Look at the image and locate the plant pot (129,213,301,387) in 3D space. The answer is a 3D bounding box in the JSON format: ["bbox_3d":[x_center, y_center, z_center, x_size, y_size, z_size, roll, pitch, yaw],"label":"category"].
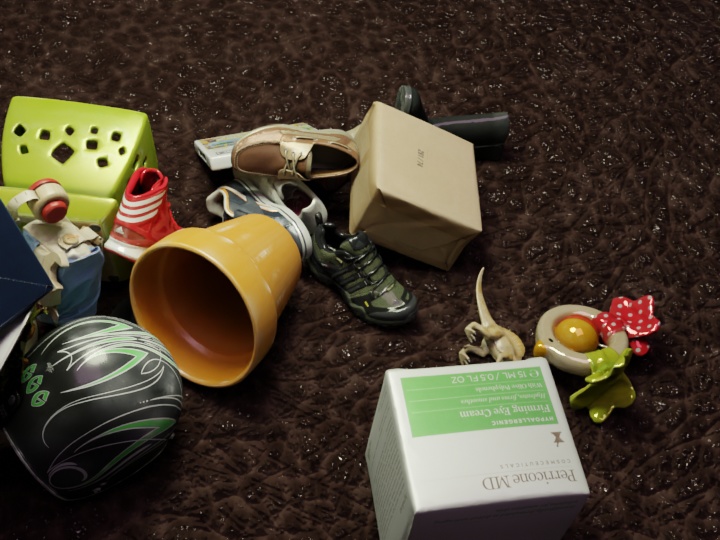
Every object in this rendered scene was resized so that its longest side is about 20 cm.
[{"bbox_3d":[-0.174,0.019,1.103,0.197,0.204,0.183,24,35,15],"label":"plant pot"}]

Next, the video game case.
[{"bbox_3d":[-0.158,-0.201,1.328,0.195,0.023,0.182,-13,20,-16],"label":"video game case"}]

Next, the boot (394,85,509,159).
[{"bbox_3d":[0.153,-0.243,1.369,0.194,0.165,0.067,2,68,-5],"label":"boot"}]

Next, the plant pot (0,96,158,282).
[{"bbox_3d":[-0.400,-0.101,1.167,0.194,0.201,0.185,5,55,-3],"label":"plant pot"}]

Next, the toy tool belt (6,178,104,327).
[{"bbox_3d":[-0.363,-0.002,1.023,0.123,0.202,0.123,-24,61,-35],"label":"toy tool belt"}]

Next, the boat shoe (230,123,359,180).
[{"bbox_3d":[-0.092,-0.170,1.217,0.195,0.077,0.072,-8,33,-16],"label":"boat shoe"}]

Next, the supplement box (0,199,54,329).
[{"bbox_3d":[-0.452,-0.034,0.836,0.197,0.203,0.134,7,39,45],"label":"supplement box"}]

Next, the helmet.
[{"bbox_3d":[-0.307,0.150,0.976,0.189,0.202,0.201,-34,59,-10],"label":"helmet"}]

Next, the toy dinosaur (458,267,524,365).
[{"bbox_3d":[0.185,0.098,1.163,0.099,0.059,0.202,-11,58,-35],"label":"toy dinosaur"}]

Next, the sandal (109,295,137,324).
[{"bbox_3d":[-0.282,0.028,1.163,0.074,0.046,0.200,30,53,18],"label":"sandal"}]

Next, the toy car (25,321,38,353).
[{"bbox_3d":[-0.518,0.079,1.032,0.197,0.167,0.158,22,49,29],"label":"toy car"}]

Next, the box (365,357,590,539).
[{"bbox_3d":[0.120,0.228,0.938,0.193,0.202,0.174,-3,51,-10],"label":"box"}]

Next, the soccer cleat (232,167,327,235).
[{"bbox_3d":[-0.128,-0.134,1.281,0.198,0.087,0.070,37,77,23],"label":"soccer cleat"}]

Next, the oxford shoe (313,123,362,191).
[{"bbox_3d":[-0.021,-0.215,1.384,0.074,0.072,0.200,29,51,25],"label":"oxford shoe"}]

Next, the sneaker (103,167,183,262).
[{"bbox_3d":[-0.269,-0.075,1.135,0.077,0.118,0.200,21,9,7],"label":"sneaker"}]

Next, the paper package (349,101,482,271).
[{"bbox_3d":[0.083,-0.130,1.265,0.187,0.104,0.203,19,46,-18],"label":"paper package"}]

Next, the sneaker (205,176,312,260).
[{"bbox_3d":[-0.156,-0.066,1.237,0.078,0.080,0.199,-27,47,-32],"label":"sneaker"}]

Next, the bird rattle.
[{"bbox_3d":[0.324,0.093,1.139,0.159,0.114,0.201,18,48,17],"label":"bird rattle"}]

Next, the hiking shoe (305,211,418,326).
[{"bbox_3d":[0.000,0.000,1.182,0.198,0.102,0.076,32,54,20],"label":"hiking shoe"}]

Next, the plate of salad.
[{"bbox_3d":[-0.388,0.105,0.886,0.048,0.199,0.203,32,45,-23],"label":"plate of salad"}]
